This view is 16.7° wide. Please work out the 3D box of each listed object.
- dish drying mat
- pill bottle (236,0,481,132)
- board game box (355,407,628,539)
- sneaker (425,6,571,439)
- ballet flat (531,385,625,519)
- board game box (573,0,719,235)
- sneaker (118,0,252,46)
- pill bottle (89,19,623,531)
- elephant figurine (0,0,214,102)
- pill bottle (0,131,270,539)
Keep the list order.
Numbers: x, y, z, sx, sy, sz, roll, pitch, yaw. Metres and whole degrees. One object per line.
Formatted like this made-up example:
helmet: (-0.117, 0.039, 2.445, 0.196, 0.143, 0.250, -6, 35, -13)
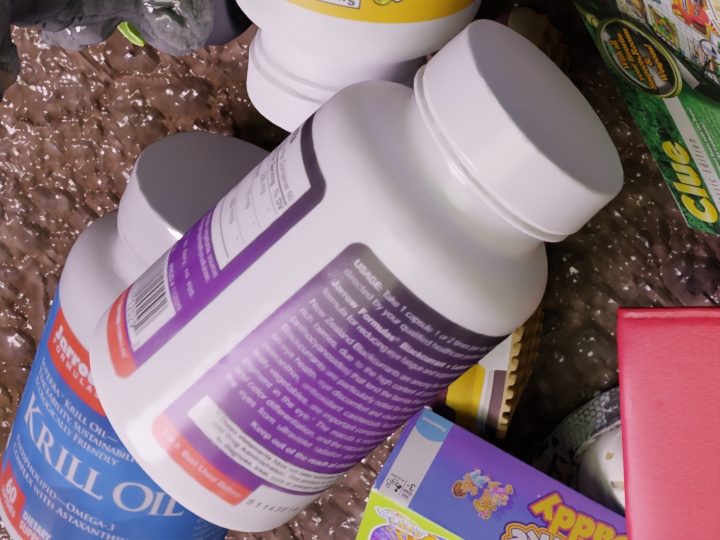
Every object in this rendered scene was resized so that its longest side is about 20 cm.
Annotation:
dish drying mat: (0.144, 0.114, 0.980, 0.076, 0.018, 0.202, -2, 95, 17)
pill bottle: (0.004, -0.152, 0.933, 0.104, 0.104, 0.201, 19, 126, 13)
board game box: (0.094, 0.146, 1.072, 0.199, 0.045, 0.135, 28, 157, 7)
sneaker: (0.033, -0.020, 1.018, 0.089, 0.075, 0.201, 12, 123, 11)
ballet flat: (0.144, 0.076, 1.030, 0.199, 0.072, 0.072, -23, 108, 34)
board game box: (0.129, -0.080, 0.908, 0.104, 0.023, 0.200, 17, 149, 45)
sneaker: (-0.090, -0.177, 0.981, 0.082, 0.072, 0.201, 9, 122, 21)
pill bottle: (0.000, 0.000, 0.927, 0.111, 0.112, 0.200, 46, 115, -7)
elephant figurine: (-0.149, -0.113, 0.886, 0.155, 0.199, 0.142, 29, 135, 38)
pill bottle: (-0.088, 0.041, 1.087, 0.112, 0.112, 0.201, 27, 126, 7)
